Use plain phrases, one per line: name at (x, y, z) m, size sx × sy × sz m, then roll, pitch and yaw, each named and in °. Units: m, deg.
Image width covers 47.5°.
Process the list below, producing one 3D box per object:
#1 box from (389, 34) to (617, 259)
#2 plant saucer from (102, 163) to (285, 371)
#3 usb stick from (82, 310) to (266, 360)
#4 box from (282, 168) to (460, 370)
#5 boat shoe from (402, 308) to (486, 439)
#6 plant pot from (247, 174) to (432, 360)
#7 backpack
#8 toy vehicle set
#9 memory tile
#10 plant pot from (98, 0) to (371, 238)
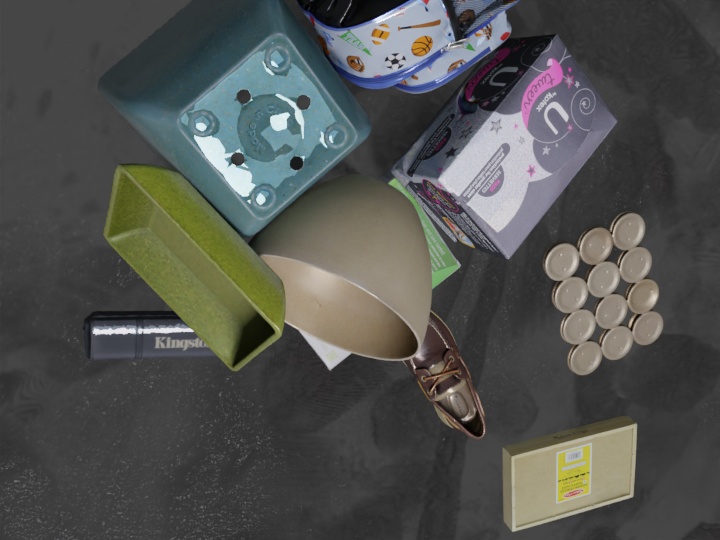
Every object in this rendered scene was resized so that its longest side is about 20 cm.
box at (0.154, -0.136, 0.883) m, size 0.132 × 0.115 × 0.200 m, roll 44°, pitch 80°, yaw -27°
plant saucer at (-0.154, -0.006, 0.780) m, size 0.200 × 0.200 × 0.048 m, roll 46°, pitch 64°, yaw -3°
usb stick at (-0.200, 0.070, 0.896) m, size 0.198 × 0.033 × 0.056 m, roll 1°, pitch 108°, yaw -20°
box at (0.000, 0.000, 0.941) m, size 0.200 × 0.036 × 0.145 m, roll -37°, pitch 116°, yaw -2°
boat shoe at (0.102, 0.128, 1.000) m, size 0.072 × 0.072 × 0.201 m, roll -30°, pitch 116°, yaw -7°
plant pot at (-0.008, -0.016, 0.825) m, size 0.200 × 0.200 × 0.135 m, roll 37°, pitch 65°, yaw -26°
backpack at (0.041, -0.265, 0.785) m, size 0.190 × 0.200 × 0.155 m, roll -30°, pitch 130°, yaw -6°
toy vehicle set at (0.295, 0.284, 1.148) m, size 0.199 × 0.027 × 0.125 m, roll -10°, pitch 112°, yaw -16°
memory tile at (0.321, 0.031, 1.074) m, size 0.152 × 0.017 × 0.201 m, roll -24°, pitch 114°, yaw -10°
plant pot at (-0.105, -0.146, 0.759) m, size 0.196 × 0.200 × 0.197 m, roll -40°, pitch 116°, yaw -1°
